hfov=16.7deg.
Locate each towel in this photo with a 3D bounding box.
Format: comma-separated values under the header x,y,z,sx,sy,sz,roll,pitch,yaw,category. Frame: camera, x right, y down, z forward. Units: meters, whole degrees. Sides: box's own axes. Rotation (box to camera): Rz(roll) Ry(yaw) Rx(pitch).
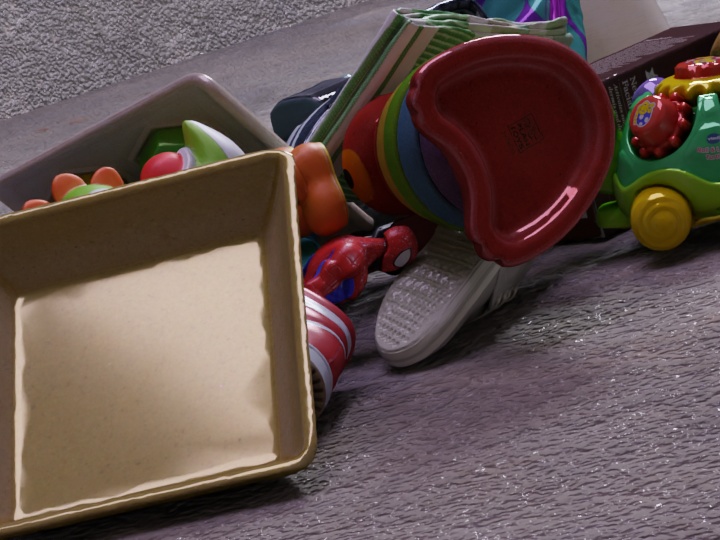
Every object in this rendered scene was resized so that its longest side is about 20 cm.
x,y,z,sx,sy,sz,roll,pitch,yaw,category
0.046,-0.106,1.587,0.200,0.023,0.153,-5,-45,-54,towel

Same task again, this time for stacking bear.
x,y,z,sx,sy,sz,roll,pitch,yaw,category
0.053,-0.072,1.419,0.113,0.122,0.200,-30,10,-21,stacking bear

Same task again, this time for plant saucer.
x,y,z,sx,sy,sz,roll,pitch,yaw,category
-0.116,0.048,1.273,0.199,0.049,0.201,-13,52,10,plant saucer

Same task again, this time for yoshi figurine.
x,y,z,sx,sy,sz,roll,pitch,yaw,category
-0.108,-0.006,1.442,0.199,0.113,0.112,-17,45,-19,yoshi figurine

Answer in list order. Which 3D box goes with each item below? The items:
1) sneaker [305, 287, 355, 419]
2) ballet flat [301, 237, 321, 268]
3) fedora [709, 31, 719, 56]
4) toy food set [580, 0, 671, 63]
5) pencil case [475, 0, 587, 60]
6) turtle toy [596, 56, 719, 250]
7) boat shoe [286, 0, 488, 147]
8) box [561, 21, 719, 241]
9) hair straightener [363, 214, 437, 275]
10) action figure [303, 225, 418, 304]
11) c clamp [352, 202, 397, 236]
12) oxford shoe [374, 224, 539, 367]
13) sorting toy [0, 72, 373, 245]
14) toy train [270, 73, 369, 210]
x,y,z,sx,sy,sz,roll,pitch,yaw,category
-0.098,0.055,1.365,0.199,0.072,0.113,-4,18,18,sneaker
-0.092,0.014,1.559,0.199,0.071,0.067,4,31,36,ballet flat
0.285,-0.137,1.588,0.082,0.201,0.200,-44,19,-15,fedora
0.161,-0.152,1.910,0.199,0.144,0.060,-18,-20,-19,toy food set
0.131,-0.157,1.811,0.085,0.201,0.092,9,-32,-22,pencil case
0.195,-0.076,1.512,0.199,0.102,0.146,-8,12,8,turtle toy
0.015,-0.122,1.774,0.200,0.071,0.091,-48,-3,-33,boat shoe
0.188,-0.095,1.658,0.075,0.101,0.200,-4,16,45,box
0.000,0.000,1.635,0.199,0.041,0.077,-28,4,-30,hair straightener
-0.054,0.029,1.432,0.199,0.052,0.065,-32,7,-3,action figure
0.038,-0.069,1.734,0.171,0.027,0.200,-39,-8,4,c clamp
0.066,0.003,1.450,0.075,0.058,0.200,-16,22,30,oxford shoe
-0.119,-0.038,1.615,0.199,0.185,0.037,-21,48,29,sorting toy
0.014,-0.101,1.894,0.085,0.115,0.200,-5,15,43,toy train
